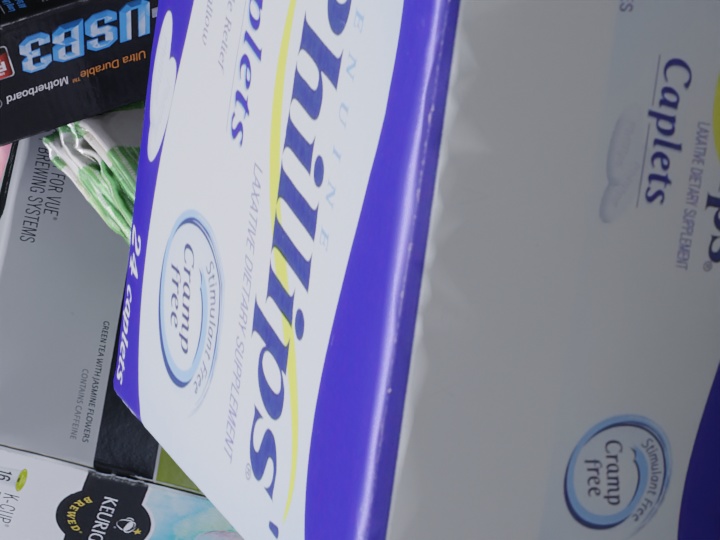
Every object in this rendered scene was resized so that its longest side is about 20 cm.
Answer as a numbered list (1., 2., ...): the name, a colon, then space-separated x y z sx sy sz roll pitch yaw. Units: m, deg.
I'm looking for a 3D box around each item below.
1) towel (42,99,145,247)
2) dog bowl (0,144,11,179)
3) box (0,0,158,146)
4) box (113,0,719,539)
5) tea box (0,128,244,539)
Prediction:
1. towel: 0.000 0.000 1.040 0.200 0.152 0.023 48 131 19
2. dog bowl: -0.153 -0.060 1.353 0.200 0.074 0.201 27 121 59
3. box: -0.121 -0.102 1.079 0.200 0.198 0.050 -131 23 -65
4. box: 0.019 -0.022 0.771 0.200 0.105 0.184 -143 58 -62
5. tea box: -0.053 0.048 1.095 0.134 0.196 0.200 113 168 -45
